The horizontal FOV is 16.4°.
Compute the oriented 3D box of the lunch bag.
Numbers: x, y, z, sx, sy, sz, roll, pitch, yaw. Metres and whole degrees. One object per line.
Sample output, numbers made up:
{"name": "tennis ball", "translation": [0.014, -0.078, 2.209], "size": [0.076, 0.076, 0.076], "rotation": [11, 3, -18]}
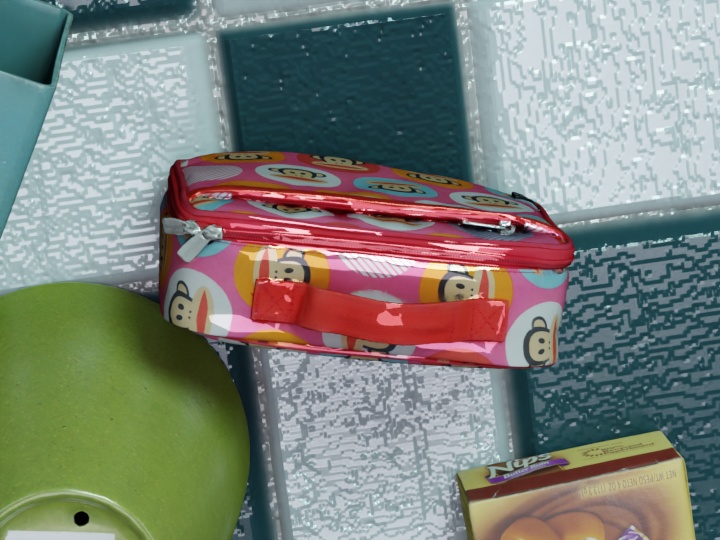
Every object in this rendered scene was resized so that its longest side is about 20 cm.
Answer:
{"name": "lunch bag", "translation": [0.000, 0.000, 1.211], "size": [0.199, 0.176, 0.082], "rotation": [6, 103, -7]}

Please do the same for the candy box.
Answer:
{"name": "candy box", "translation": [0.126, 0.196, 1.331], "size": [0.116, 0.056, 0.201], "rotation": [-12, 105, -3]}

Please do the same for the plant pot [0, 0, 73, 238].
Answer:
{"name": "plant pot", "translation": [-0.235, -0.036, 1.205], "size": [0.141, 0.141, 0.201], "rotation": [16, 108, -8]}

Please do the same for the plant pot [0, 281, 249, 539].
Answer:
{"name": "plant pot", "translation": [-0.142, 0.121, 1.213], "size": [0.186, 0.200, 0.188], "rotation": [-1, 104, -5]}
